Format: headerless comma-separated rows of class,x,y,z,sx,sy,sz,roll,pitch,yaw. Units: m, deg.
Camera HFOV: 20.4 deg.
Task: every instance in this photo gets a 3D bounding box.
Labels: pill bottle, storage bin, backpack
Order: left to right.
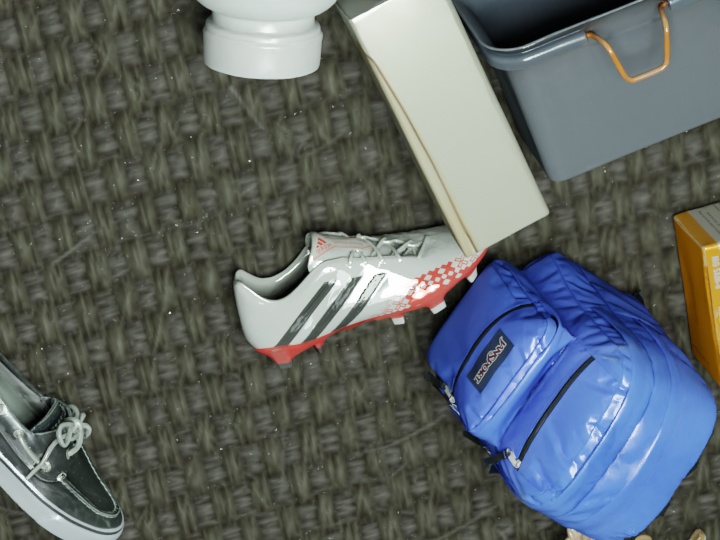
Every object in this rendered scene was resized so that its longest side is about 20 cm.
pill bottle,-0.063,-0.237,1.352,0.111,0.112,0.202,-1,112,-11
backpack,0.149,0.098,1.470,0.167,0.200,0.163,21,109,-31
storage bin,0.186,-0.155,1.431,0.198,0.146,0.135,-23,124,-2

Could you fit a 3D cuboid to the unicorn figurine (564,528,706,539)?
unicorn figurine,0.231,0.272,1.647,0.199,0.074,0.138,28,113,-6

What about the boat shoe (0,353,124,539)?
boat shoe,-0.236,0.123,1.480,0.068,0.074,0.200,-36,106,20

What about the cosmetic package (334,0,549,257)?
cosmetic package,0.055,-0.123,1.428,0.073,0.104,0.201,-28,113,1

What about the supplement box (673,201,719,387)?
supplement box,0.354,-0.001,1.555,0.198,0.074,0.127,-16,114,-6

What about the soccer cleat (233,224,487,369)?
soccer cleat,0.000,0.000,1.486,0.198,0.069,0.086,-23,119,3
